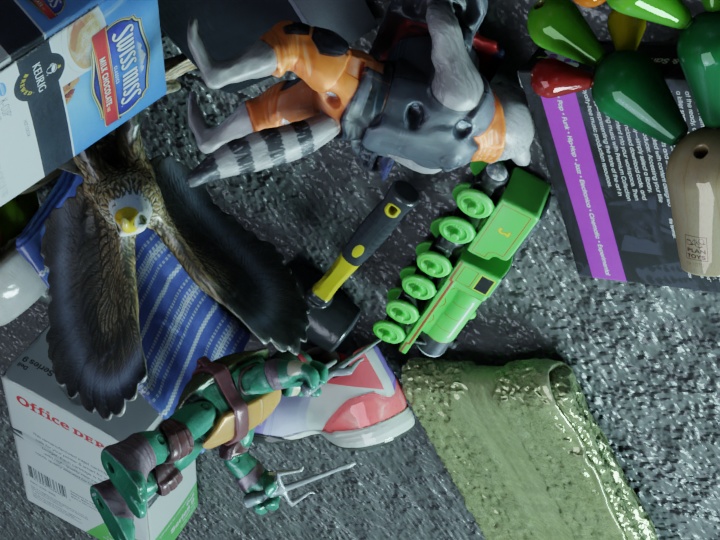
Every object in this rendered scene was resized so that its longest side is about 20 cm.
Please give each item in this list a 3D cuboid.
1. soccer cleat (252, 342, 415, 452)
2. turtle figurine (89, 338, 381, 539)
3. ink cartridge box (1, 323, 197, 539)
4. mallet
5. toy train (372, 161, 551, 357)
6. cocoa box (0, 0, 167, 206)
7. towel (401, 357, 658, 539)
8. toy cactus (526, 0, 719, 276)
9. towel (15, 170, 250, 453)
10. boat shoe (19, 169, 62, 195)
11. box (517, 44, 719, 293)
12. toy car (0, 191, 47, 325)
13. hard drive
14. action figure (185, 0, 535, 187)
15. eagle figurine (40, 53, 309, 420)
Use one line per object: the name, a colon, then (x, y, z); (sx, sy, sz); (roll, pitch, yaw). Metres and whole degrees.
soccer cleat: (-0.039, 0.089, 1.114); (0.200, 0.068, 0.073); (-3, 107, 52)
turtle figurine: (-0.082, 0.104, 1.006); (0.101, 0.200, 0.150); (43, 147, 31)
ink cartridge box: (-0.224, 0.152, 1.321); (0.146, 0.084, 0.200); (26, 144, 15)
mallet: (0.000, 0.000, 0.983); (0.066, 0.041, 0.200); (40, 148, -9)
toy train: (0.061, -0.002, 0.939); (0.056, 0.042, 0.200); (26, 145, -3)
cocoa box: (-0.222, -0.166, 0.858); (0.200, 0.131, 0.133); (47, 160, 16)
towel: (0.120, 0.136, 1.047); (0.148, 0.036, 0.200); (-1, 130, 43)
toy cactus: (0.162, -0.077, 0.680); (0.200, 0.102, 0.165); (6, 110, 27)
towel: (-0.155, 0.016, 1.068); (0.024, 0.145, 0.200); (-29, 112, 24)
boat shoe: (-0.242, -0.097, 0.999); (0.065, 0.200, 0.072); (-35, 79, 20)
box: (0.191, -0.049, 0.775); (0.200, 0.036, 0.143); (9, 135, 36)
toy car: (-0.308, -0.035, 1.077); (0.150, 0.200, 0.175); (-36, 102, 16)
hard drive: (-0.093, -0.193, 0.850); (0.135, 0.042, 0.200); (-13, 122, 48)
action figure: (0.002, -0.078, 0.823); (0.193, 0.105, 0.200); (2, 152, -6)
eagle figurine: (-0.138, -0.024, 0.953); (0.152, 0.151, 0.200); (-10, 106, 30)
